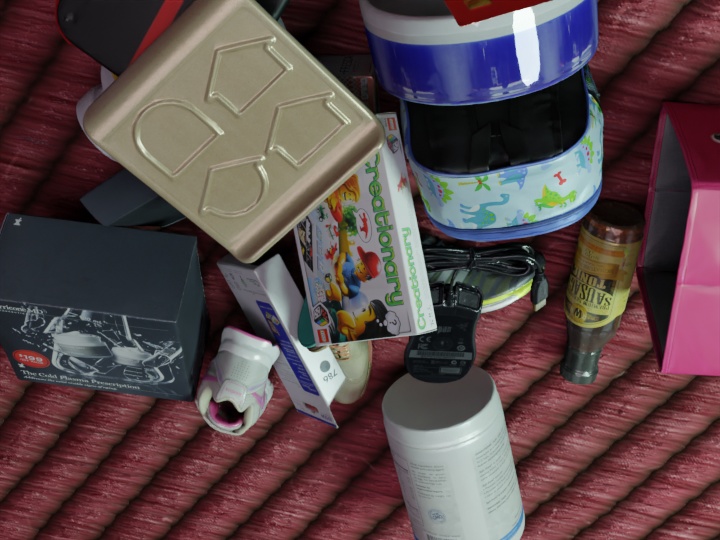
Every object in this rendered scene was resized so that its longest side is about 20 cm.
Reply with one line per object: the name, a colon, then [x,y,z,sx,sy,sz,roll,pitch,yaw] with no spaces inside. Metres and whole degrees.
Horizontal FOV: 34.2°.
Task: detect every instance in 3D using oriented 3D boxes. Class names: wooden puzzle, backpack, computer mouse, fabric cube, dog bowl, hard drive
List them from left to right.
hard drive: [-0.160,-0.098,1.148,0.200,0.135,0.042,-27,80,23]
wooden puzzle: [-0.108,-0.128,1.018,0.185,0.046,0.200,-40,115,16]
computer mouse: [0.111,0.035,1.151,0.140,0.046,0.200,-2,137,2]
dog bowl: [0.103,-0.220,1.007,0.200,0.200,0.079,-7,123,10]
backpack: [0.133,-0.112,1.066,0.183,0.200,0.147,-9,130,10]
fabric cube: [0.379,-0.030,1.090,0.199,0.196,0.200,4,120,5]

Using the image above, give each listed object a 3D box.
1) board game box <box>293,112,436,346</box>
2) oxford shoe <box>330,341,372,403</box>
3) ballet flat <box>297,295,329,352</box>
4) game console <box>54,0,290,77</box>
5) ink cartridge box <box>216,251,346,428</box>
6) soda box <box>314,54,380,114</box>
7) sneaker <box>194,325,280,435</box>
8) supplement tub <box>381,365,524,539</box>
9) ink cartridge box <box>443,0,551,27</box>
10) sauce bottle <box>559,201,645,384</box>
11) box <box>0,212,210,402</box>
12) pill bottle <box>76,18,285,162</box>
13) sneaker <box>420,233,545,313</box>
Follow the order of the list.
board game box: [-0.005,-0.035,1.081,0.126,0.035,0.200,-10,92,40]
oxford shoe: [-0.029,0.071,1.265,0.071,0.074,0.200,-5,120,8]
ballet flat: [0.000,0.000,1.153,0.065,0.071,0.200,-1,130,-38]
game console: [-0.157,-0.244,1.012,0.177,0.031,0.200,34,114,-3]
ink cartridge box: [-0.076,0.070,1.248,0.039,0.099,0.200,-34,111,-23]
soda box: [-0.013,-0.110,1.164,0.068,0.064,0.200,-1,119,5]
sneaker: [-0.144,0.138,1.278,0.081,0.088,0.200,21,152,3]
supplement tub: [0.105,0.218,1.304,0.132,0.132,0.200,-8,118,11]
ink cartridge box: [0.115,-0.291,0.944,0.161,0.200,0.050,-18,140,-7]
sauce bottle: [0.246,0.028,1.215,0.066,0.066,0.200,6,119,3]
box: [-0.268,0.042,1.218,0.200,0.104,0.182,7,147,3]
pill bottle: [-0.173,-0.189,1.107,0.200,0.112,0.112,-35,111,23]
sneaker: [0.092,0.001,1.213,0.200,0.074,0.081,-10,111,5]
